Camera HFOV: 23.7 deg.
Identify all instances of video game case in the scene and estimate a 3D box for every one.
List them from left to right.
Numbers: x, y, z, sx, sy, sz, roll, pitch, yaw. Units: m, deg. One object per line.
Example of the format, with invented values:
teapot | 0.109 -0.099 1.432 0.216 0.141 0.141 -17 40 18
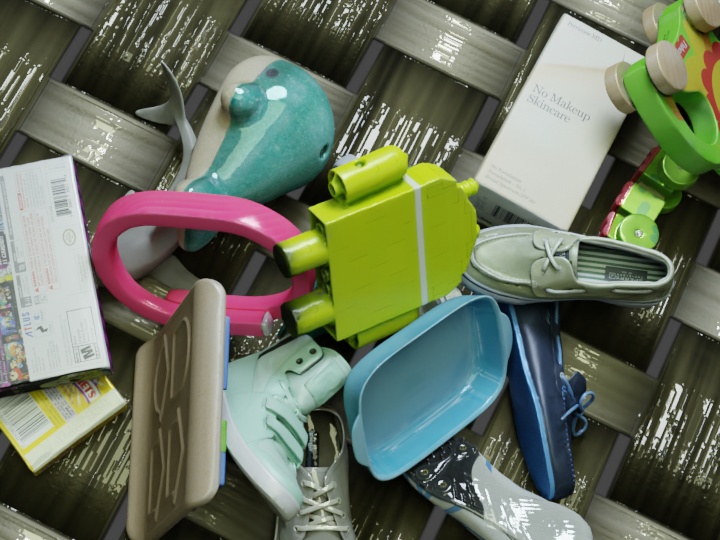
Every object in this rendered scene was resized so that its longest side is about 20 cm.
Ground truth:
video game case | -0.322 0.012 1.501 0.179 0.036 0.202 -12 74 -5

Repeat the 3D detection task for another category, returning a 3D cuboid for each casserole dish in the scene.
casserole dish | 0.054 0.096 1.492 0.199 0.122 0.039 -34 38 -32

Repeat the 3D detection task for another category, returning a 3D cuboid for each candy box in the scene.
candy box | -0.306 0.073 1.518 0.102 0.026 0.200 -36 79 -17

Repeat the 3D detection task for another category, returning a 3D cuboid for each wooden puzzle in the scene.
wooden puzzle | -0.145 0.124 1.437 0.046 0.200 0.187 8 69 -21

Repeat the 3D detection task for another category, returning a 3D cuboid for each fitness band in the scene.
fitness band | -0.136 -0.005 1.481 0.198 0.144 0.038 4 47 16

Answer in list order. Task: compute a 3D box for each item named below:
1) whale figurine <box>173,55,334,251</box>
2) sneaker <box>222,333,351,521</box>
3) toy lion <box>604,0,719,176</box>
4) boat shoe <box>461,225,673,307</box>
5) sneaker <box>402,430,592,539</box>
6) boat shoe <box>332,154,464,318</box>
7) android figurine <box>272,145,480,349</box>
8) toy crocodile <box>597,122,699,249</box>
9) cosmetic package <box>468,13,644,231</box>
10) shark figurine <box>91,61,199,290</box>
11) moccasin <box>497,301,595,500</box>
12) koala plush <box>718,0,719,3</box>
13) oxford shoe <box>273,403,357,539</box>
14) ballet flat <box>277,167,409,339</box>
whale figurine | -0.093 -0.099 1.534 0.103 0.160 0.201 20 51 16
sneaker | -0.057 0.118 1.439 0.118 0.074 0.201 -31 35 1
toy lion | 0.327 -0.157 1.609 0.192 0.068 0.200 54 40 -14
boat shoe | 0.181 -0.009 1.521 0.198 0.062 0.073 4 72 1
sneaker | 0.113 0.210 1.506 0.199 0.073 0.072 31 53 19
boat shoe | 0.027 -0.015 1.568 0.062 0.072 0.201 -34 79 -12
android figurine | 0.020 -0.019 1.453 0.199 0.183 0.041 -25 40 -22
toy crocodile | 0.265 -0.062 1.615 0.062 0.068 0.201 34 70 5
cosmetic package | 0.186 -0.129 1.627 0.103 0.073 0.201 27 71 2
shark figurine | -0.175 -0.070 1.555 0.127 0.090 0.216 22 71 0
moccasin | 0.174 0.104 1.540 0.067 0.081 0.202 -4 72 -13
koala plush | 0.423 -0.317 1.682 0.198 0.184 0.179 0 70 6
oxford shoe | -0.038 0.208 1.489 0.074 0.058 0.202 -1 72 -9
ballet flat | 0.000 0.000 1.520 0.070 0.067 0.201 32 105 5
